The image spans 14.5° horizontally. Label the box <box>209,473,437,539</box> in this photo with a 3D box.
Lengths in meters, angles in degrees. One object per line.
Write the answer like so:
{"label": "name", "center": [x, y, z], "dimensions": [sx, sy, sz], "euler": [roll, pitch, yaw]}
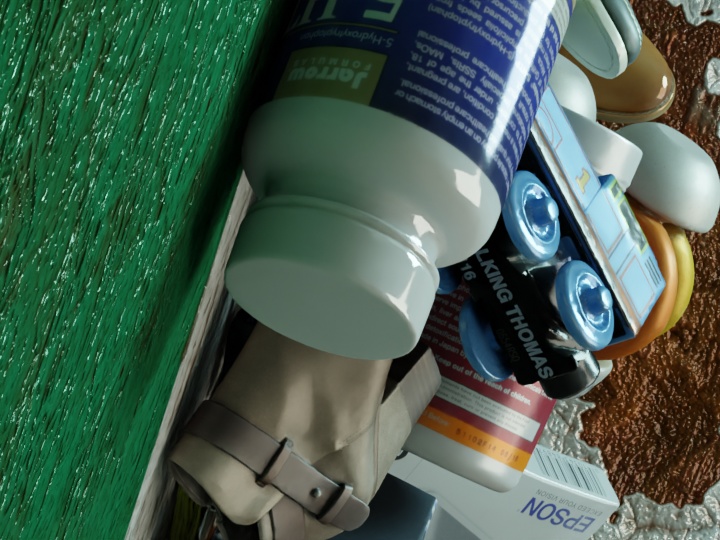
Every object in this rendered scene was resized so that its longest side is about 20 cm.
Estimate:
{"label": "box", "center": [-0.055, 0.209, 1.544], "dimensions": [0.200, 0.107, 0.148], "euler": [-64, 179, 25]}

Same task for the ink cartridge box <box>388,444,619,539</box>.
{"label": "ink cartridge box", "center": [0.024, 0.172, 1.705], "dimensions": [0.200, 0.199, 0.041], "euler": [-50, -139, 23]}

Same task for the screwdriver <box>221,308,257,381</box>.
{"label": "screwdriver", "center": [-0.044, -0.010, 1.441], "dimensions": [0.029, 0.028, 0.201], "euler": [-20, 134, -46]}

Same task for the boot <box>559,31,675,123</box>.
{"label": "boot", "center": [0.120, -0.182, 1.683], "dimensions": [0.074, 0.200, 0.155], "euler": [-51, 174, -28]}

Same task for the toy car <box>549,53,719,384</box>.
{"label": "toy car", "center": [0.101, -0.023, 1.657], "dimensions": [0.175, 0.200, 0.150], "euler": [-58, 175, 17]}

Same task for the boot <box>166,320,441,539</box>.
{"label": "boot", "center": [-0.038, 0.051, 1.396], "dimensions": [0.146, 0.070, 0.200], "euler": [-42, 125, -21]}

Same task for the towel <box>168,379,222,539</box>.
{"label": "towel", "center": [-0.063, 0.060, 1.558], "dimensions": [0.086, 0.018, 0.200], "euler": [105, 5, -54]}

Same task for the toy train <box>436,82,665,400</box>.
{"label": "toy train", "center": [0.072, -0.035, 1.399], "dimensions": [0.200, 0.087, 0.114], "euler": [61, 33, -16]}

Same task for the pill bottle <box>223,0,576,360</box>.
{"label": "pill bottle", "center": [0.015, -0.069, 1.254], "dimensions": [0.120, 0.119, 0.200], "euler": [101, 9, -66]}

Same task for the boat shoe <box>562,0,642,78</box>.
{"label": "boat shoe", "center": [0.108, -0.195, 1.528], "dimensions": [0.062, 0.200, 0.073], "euler": [-22, 156, -16]}

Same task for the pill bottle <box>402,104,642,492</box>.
{"label": "pill bottle", "center": [0.073, 0.009, 1.527], "dimensions": [0.113, 0.113, 0.200], "euler": [46, 70, -86]}
